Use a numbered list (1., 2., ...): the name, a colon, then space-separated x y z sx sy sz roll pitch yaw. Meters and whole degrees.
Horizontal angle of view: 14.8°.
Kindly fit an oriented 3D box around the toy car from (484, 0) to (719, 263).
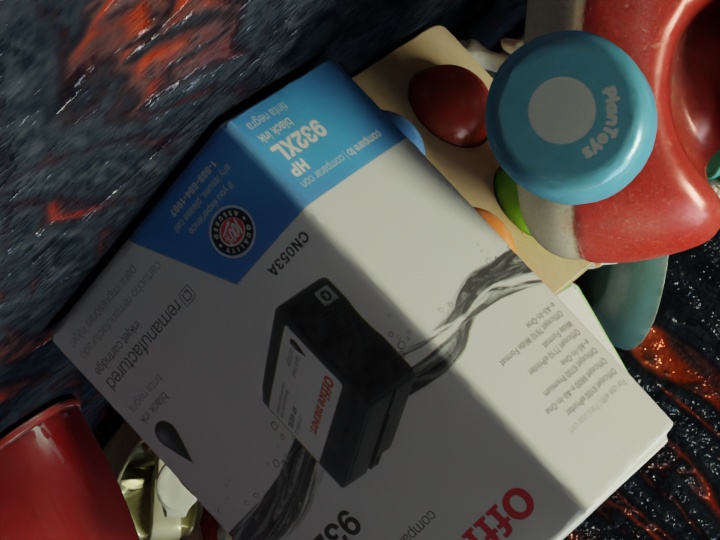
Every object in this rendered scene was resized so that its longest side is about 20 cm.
1. toy car: 0.163 -0.085 1.060 0.184 0.199 0.178 30 66 -77

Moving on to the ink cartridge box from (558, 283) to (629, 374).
1. ink cartridge box: 0.036 0.099 1.513 0.145 0.084 0.200 -29 176 -35

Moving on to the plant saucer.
1. plant saucer: 0.139 -0.054 1.609 0.027 0.201 0.200 -2 163 -11

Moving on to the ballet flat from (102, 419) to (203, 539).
1. ballet flat: -0.105 0.108 1.464 0.069 0.069 0.200 -40 167 -28

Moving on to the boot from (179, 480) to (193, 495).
1. boot: -0.026 0.111 1.304 0.072 0.167 0.200 -40 151 10

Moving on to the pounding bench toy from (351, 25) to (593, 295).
1. pounding bench toy: 0.038 0.022 1.204 0.124 0.200 0.156 -37 172 -46

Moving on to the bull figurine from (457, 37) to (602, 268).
1. bull figurine: 0.094 -0.068 1.278 0.065 0.121 0.200 -58 179 -23

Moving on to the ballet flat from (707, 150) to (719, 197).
1. ballet flat: 0.171 -0.070 1.282 0.064 0.076 0.200 -11 178 -7

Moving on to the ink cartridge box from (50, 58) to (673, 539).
1. ink cartridge box: -0.001 0.044 1.085 0.145 0.200 0.084 -47 173 36

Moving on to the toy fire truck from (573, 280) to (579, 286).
1. toy fire truck: 0.070 0.004 1.528 0.141 0.049 0.200 -13 170 -14

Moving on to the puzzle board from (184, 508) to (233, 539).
1. puzzle board: -0.073 0.105 1.545 0.151 0.017 0.200 -56 -164 8

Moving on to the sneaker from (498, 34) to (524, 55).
1. sneaker: 0.129 -0.111 1.447 0.200 0.082 0.075 -45 174 18

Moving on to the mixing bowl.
1. mixing bowl: -0.171 0.166 1.288 0.200 0.108 0.200 -42 174 -5
